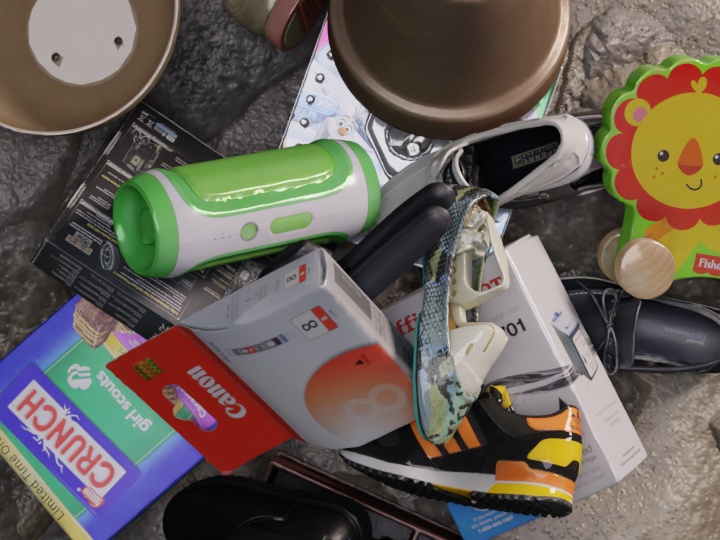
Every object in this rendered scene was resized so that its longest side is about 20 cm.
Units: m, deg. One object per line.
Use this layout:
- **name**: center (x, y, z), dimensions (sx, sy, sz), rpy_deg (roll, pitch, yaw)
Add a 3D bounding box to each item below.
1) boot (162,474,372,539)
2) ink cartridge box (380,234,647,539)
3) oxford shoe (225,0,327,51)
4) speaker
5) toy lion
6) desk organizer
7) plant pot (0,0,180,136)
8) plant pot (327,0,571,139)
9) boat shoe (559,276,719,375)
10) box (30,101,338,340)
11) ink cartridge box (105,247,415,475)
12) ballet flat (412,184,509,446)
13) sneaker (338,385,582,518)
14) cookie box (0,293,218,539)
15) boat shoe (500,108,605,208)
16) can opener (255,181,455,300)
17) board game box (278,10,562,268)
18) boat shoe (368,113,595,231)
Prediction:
- **boot**: center (-0.101, 0.221, 1.484), dimensions (0.198, 0.162, 0.074), rpy_deg (0, 107, 28)
- **ink cartridge box**: center (0.111, 0.094, 1.543), dimensions (0.146, 0.086, 0.201), rpy_deg (-28, 89, 25)
- **oxford shoe**: center (-0.042, -0.281, 1.596), dimensions (0.074, 0.071, 0.200), rpy_deg (29, 84, 18)
- **speaker**: center (-0.086, -0.049, 1.508), dimensions (0.199, 0.088, 0.089), rpy_deg (-13, 87, -32)
- **toy lion**: center (0.277, -0.069, 1.534), dimensions (0.199, 0.069, 0.192), rpy_deg (10, 101, -10)
- **desk organizer**: center (0.006, 0.219, 1.571), dimensions (0.199, 0.077, 0.072), rpy_deg (24, 90, 4)
- **plant pot**: center (-0.235, -0.201, 1.570), dimensions (0.199, 0.134, 0.201), rpy_deg (0, 87, 3)
- **plant pot**: center (0.075, -0.224, 1.512), dimensions (0.199, 0.175, 0.201), rpy_deg (1, 72, -3)
- **boat shoe**: center (0.208, 0.046, 1.573), dimensions (0.199, 0.062, 0.075), rpy_deg (8, 91, 6)
- **box**: center (-0.134, -0.017, 1.546), dimensions (0.200, 0.044, 0.160), rpy_deg (33, 55, -7)
- **ink cartridge box**: center (-0.066, 0.085, 1.464), dimensions (0.200, 0.050, 0.162), rpy_deg (-29, 129, 17)
- **ballet flat**: center (0.077, 0.029, 1.448), dimensions (0.074, 0.074, 0.201), rpy_deg (0, 75, 3)
- **sneaker**: center (0.080, 0.129, 1.489), dimensions (0.199, 0.070, 0.090), rpy_deg (7, 73, 33)
- **cookie box**: center (-0.195, 0.103, 1.587), dimensions (0.200, 0.075, 0.171), rpy_deg (-41, 86, 1)
- **boat shoe**: center (0.186, -0.097, 1.565), dimensions (0.199, 0.057, 0.067), rpy_deg (-15, 95, -7)
- **can opener**: center (0.000, 0.000, 1.461), dimensions (0.079, 0.200, 0.064), rpy_deg (31, 46, -29)
- **board game box**: center (0.041, -0.112, 1.606), dimensions (0.199, 0.026, 0.201), rpy_deg (20, 90, 4)
- **boat shoe**: center (0.084, -0.070, 1.528), dimensions (0.199, 0.066, 0.072), rpy_deg (-17, 78, 26)
